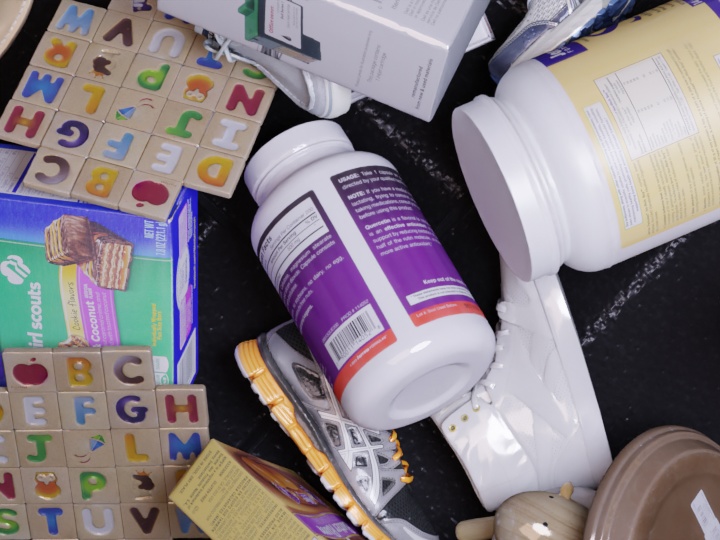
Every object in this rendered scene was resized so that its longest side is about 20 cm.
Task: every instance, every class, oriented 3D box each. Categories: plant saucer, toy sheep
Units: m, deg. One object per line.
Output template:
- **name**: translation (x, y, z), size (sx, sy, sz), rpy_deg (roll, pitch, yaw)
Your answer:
- **plant saucer**: translation (0.214, 0.202, 1.680), size (0.029, 0.200, 0.200), rpy_deg (-4, 95, 43)
- **toy sheep**: translation (0.142, 0.218, 1.719), size (0.138, 0.138, 0.200), rpy_deg (-25, 132, 9)

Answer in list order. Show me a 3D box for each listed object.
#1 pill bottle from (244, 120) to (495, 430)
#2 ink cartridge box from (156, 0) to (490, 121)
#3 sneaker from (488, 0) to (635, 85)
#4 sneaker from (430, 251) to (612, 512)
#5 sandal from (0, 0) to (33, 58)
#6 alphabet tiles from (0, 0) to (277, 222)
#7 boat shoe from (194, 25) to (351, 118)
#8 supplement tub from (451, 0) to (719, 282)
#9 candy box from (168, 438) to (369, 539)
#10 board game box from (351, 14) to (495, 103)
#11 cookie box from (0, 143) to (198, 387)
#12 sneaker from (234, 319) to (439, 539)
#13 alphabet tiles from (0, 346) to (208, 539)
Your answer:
- **pill bottle**: translation (0.000, 0.000, 1.713), size (0.112, 0.112, 0.200), rpy_deg (-34, 66, 9)
- **ink cartridge box**: translation (-0.015, -0.206, 1.663), size (0.200, 0.084, 0.146), rpy_deg (23, 55, 6)
- **sneaker**: translation (0.151, -0.207, 1.721), size (0.200, 0.077, 0.085), rpy_deg (-46, 77, 2)
- **sneaker**: translation (0.096, 0.066, 1.742), size (0.115, 0.074, 0.200), rpy_deg (-15, 93, 6)
- **sandal**: translation (-0.252, -0.233, 1.772), size (0.078, 0.070, 0.212), rpy_deg (30, 98, 5)
- **alphabet tiles**: translation (-0.147, -0.119, 1.728), size (0.166, 0.006, 0.200), rpy_deg (15, 52, 7)
- **boat shoe**: translation (-0.082, -0.172, 1.722), size (0.071, 0.070, 0.201), rpy_deg (-25, 64, -25)
- **supplement tub**: translation (0.175, -0.086, 1.659), size (0.200, 0.145, 0.146), rpy_deg (-22, 91, -9)
- **candy box**: translation (-0.023, 0.199, 1.707), size (0.200, 0.117, 0.056), rpy_deg (41, 96, 31)
- **board game box**: translation (-0.004, -0.224, 1.753), size (0.126, 0.035, 0.200), rpy_deg (-23, 91, 9)
- **cookie box**: translation (-0.216, 0.007, 1.753), size (0.200, 0.075, 0.171), rpy_deg (7, 122, 9)
- **sneaker**: translation (-0.002, 0.115, 1.761), size (0.077, 0.078, 0.200), rpy_deg (-36, 92, -3)
- **alphabet tiles**: translation (-0.185, 0.133, 1.760), size (0.166, 0.006, 0.200), rpy_deg (0, 126, 4)
